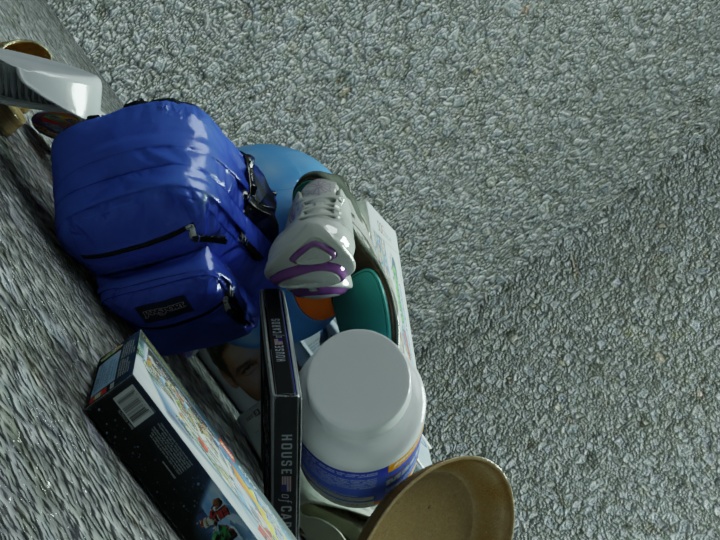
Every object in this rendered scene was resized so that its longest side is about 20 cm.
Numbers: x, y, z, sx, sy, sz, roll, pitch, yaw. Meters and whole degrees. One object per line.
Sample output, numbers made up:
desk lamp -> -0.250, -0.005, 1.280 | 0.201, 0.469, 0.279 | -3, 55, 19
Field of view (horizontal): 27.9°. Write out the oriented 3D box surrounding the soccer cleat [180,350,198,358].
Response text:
soccer cleat -> -0.206, -0.003, 1.373 | 0.200, 0.066, 0.077 | 47, -36, 29

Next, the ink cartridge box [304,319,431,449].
ink cartridge box -> -0.029, 0.172, 1.723 | 0.201, 0.147, 0.086 | 55, 0, 5

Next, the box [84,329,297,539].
box -> -0.100, 0.141, 0.938 | 0.201, 0.038, 0.137 | 55, -1, -11

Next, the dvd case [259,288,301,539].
dvd case -> -0.064, 0.121, 1.139 | 0.200, 0.024, 0.152 | -105, -165, -68

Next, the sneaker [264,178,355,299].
sneaker -> -0.042, -0.032, 1.203 | 0.200, 0.074, 0.101 | 103, -14, -83

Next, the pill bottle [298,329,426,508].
pill bottle -> -0.001, 0.122, 1.206 | 0.113, 0.111, 0.200 | 54, -13, 17

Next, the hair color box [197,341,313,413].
hair color box -> -0.091, 0.121, 1.581 | 0.201, 0.099, 0.061 | 55, -1, -12

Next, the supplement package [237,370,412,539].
supplement package -> -0.016, 0.208, 1.447 | 0.201, 0.117, 0.117 | 54, -1, 38

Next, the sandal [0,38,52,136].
sandal -> -0.316, -0.180, 1.349 | 0.078, 0.069, 0.212 | 55, -1, -22

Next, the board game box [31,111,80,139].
board game box -> -0.250, -0.107, 1.495 | 0.199, 0.039, 0.157 | 26, -16, -39

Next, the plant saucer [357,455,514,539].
plant saucer -> 0.054, 0.248, 1.266 | 0.035, 0.201, 0.201 | 26, -21, 43

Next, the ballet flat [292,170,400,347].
ballet flat -> 0.000, 0.000, 1.319 | 0.063, 0.067, 0.202 | -4, 68, -56

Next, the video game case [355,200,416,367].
video game case -> 0.027, 0.045, 1.435 | 0.182, 0.023, 0.203 | 39, 42, -78

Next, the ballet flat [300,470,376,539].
ballet flat -> 0.004, 0.242, 1.306 | 0.198, 0.070, 0.069 | 26, 6, -13

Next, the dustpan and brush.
dustpan and brush -> -0.247, -0.143, 1.237 | 0.199, 0.058, 0.139 | 7, 12, -43

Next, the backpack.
backpack -> -0.157, -0.038, 1.203 | 0.200, 0.161, 0.169 | 59, 16, -55

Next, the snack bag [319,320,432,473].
snack bag -> 0.017, 0.136, 1.461 | 0.189, 0.021, 0.200 | 53, 3, -9

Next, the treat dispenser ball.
treat dispenser ball -> -0.096, -0.023, 1.440 | 0.202, 0.200, 0.201 | 54, -1, 1
